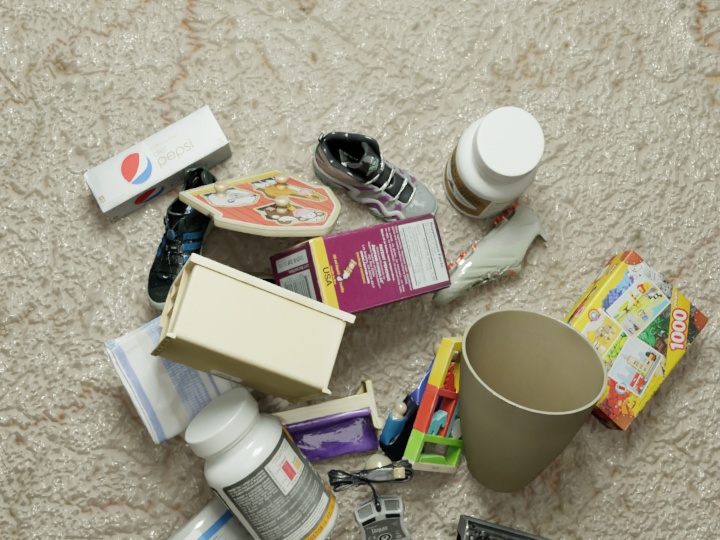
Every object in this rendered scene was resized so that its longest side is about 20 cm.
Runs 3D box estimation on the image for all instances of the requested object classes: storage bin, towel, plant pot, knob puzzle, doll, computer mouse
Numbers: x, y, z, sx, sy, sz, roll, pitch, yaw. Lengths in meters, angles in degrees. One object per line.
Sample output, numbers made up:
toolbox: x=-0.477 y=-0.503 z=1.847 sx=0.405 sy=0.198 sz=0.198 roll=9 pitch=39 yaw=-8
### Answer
storage bin: x=-0.137 y=0.080 z=1.018 sx=0.196 sy=0.198 sz=0.096 roll=21 pitch=72 yaw=-15
towel: x=-0.213 y=0.116 z=1.107 sx=0.197 sy=0.024 sz=0.149 roll=-28 pitch=96 yaw=-12
plant pot: x=0.202 y=0.189 z=1.113 sx=0.183 sy=0.189 sz=0.203 roll=8 pitch=126 yaw=-3
knob puzzle: x=-0.110 y=-0.094 z=1.112 sx=0.214 sy=0.221 sz=0.031 roll=5 pitch=116 yaw=-4
doll: x=0.073 y=0.204 z=1.152 sx=0.048 sy=0.137 sz=0.201 roll=21 pitch=63 yaw=34
computer mouse: x=0.022 y=0.315 z=1.120 sx=0.107 sy=0.203 sz=0.044 roll=-12 pitch=41 yaw=-4

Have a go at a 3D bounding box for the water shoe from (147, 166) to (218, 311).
water shoe: x=-0.250 y=-0.047 z=1.158 sx=0.070 sy=0.079 sz=0.204 roll=9 pitch=66 yaw=22

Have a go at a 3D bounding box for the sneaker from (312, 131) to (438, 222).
sneaker: x=0.023 y=-0.130 z=1.175 sx=0.196 sy=0.140 sz=0.079 roll=23 pitch=81 yaw=0

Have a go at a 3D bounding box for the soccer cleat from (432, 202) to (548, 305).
soccer cleat: x=0.186 y=-0.011 z=1.211 sx=0.199 sy=0.069 sz=0.078 roll=-42 pitch=90 yaw=-11

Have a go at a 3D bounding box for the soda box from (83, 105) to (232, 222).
soda box: x=-0.281 y=-0.149 z=1.191 sx=0.198 sy=0.068 sz=0.064 roll=-31 pitch=86 yaw=-8

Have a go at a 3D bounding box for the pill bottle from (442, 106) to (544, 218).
pill bottle: x=0.181 y=-0.146 z=1.160 sx=0.111 sy=0.200 sz=0.117 roll=1 pitch=82 yaw=-4

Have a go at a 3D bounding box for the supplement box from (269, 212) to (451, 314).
supplement box: x=0.000 y=0.000 z=1.123 sx=0.197 sy=0.130 sz=0.106 roll=-13 pitch=88 yaw=-32

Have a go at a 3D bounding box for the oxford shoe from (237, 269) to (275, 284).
oxford shoe: x=-0.171 y=0.028 z=1.172 sx=0.195 sy=0.075 sz=0.072 roll=-4 pitch=85 yaw=-4

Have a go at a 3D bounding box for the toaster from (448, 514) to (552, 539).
toaster: x=0.198 y=0.434 z=1.124 sx=0.195 sy=0.119 sz=0.185 roll=15 pitch=82 yaw=-2

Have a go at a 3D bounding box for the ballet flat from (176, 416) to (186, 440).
ballet flat: x=-0.247 y=0.176 z=1.147 sx=0.065 sy=0.071 sz=0.202 roll=-24 pitch=75 yaw=-45

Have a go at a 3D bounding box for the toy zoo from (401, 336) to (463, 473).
toy zoo: x=0.124 y=0.170 z=1.146 sx=0.020 sy=0.130 sz=0.204 roll=17 pitch=87 yaw=35

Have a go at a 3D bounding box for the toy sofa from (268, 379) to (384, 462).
toy sofa: x=-0.068 y=0.216 z=1.151 sx=0.195 sy=0.083 sz=0.100 roll=-11 pitch=83 yaw=-6

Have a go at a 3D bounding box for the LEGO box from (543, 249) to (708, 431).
LEGO box: x=0.365 y=0.099 z=1.203 sx=0.148 sy=0.077 sz=0.201 roll=40 pitch=81 yaw=1

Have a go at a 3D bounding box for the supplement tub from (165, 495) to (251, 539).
supplement tub: x=-0.163 y=0.404 z=1.094 sx=0.131 sy=0.132 sz=0.201 roll=-39 pitch=88 yaw=-8

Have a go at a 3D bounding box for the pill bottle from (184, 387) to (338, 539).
pill bottle: x=-0.121 y=0.251 z=1.046 sx=0.115 sy=0.116 sz=0.202 roll=-35 pitch=109 yaw=-8
